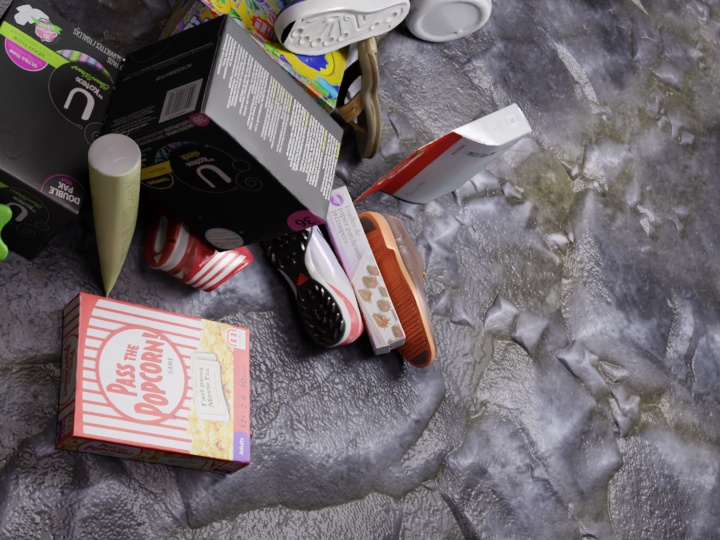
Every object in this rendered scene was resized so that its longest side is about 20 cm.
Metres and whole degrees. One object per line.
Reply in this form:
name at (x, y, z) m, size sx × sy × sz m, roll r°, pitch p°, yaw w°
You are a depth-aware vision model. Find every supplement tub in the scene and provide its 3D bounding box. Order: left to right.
supplement tub at (0.107, -0.431, 1.823) m, size 0.121 × 0.122 × 0.203 m, roll 6°, pitch 64°, yaw -35°

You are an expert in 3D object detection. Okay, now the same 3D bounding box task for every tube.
tube at (-0.247, -0.055, 1.326) m, size 0.058 × 0.201 × 0.052 m, roll -30°, pitch 67°, yaw -24°

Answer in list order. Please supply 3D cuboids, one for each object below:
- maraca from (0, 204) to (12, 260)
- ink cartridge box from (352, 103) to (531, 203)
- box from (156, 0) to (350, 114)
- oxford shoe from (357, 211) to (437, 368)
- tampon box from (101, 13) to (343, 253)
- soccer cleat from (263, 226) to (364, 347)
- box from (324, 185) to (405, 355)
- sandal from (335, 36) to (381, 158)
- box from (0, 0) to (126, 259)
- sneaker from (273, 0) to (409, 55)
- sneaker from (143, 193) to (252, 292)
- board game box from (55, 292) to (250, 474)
maraca at (-0.415, -0.018, 1.208) m, size 0.199 × 0.107 × 0.138 m, roll -38°, pitch 111°, yaw -18°
ink cartridge box at (0.099, -0.127, 1.640) m, size 0.199 × 0.160 × 0.048 m, roll -29°, pitch 85°, yaw -42°
box at (-0.126, -0.249, 1.516) m, size 0.192 × 0.122 × 0.201 m, roll 36°, pitch 31°, yaw -17°
oxford shoe at (0.058, 0.019, 1.598) m, size 0.072 × 0.071 × 0.203 m, roll -6°, pitch 72°, yaw -44°
tampon box at (-0.139, -0.133, 1.350) m, size 0.200 × 0.148 × 0.128 m, roll 42°, pitch 47°, yaw -40°
soccer cleat at (-0.055, -0.005, 1.535) m, size 0.073 × 0.068 × 0.202 m, roll 1°, pitch 62°, yaw -62°
box at (0.000, 0.000, 1.566) m, size 0.038 × 0.041 × 0.202 m, roll -19°, pitch 76°, yaw -8°
sandal at (-0.005, -0.217, 1.607) m, size 0.053 × 0.201 × 0.081 m, roll -6°, pitch 57°, yaw -3°
box at (-0.339, -0.145, 1.336) m, size 0.148 × 0.124 × 0.202 m, roll 31°, pitch 53°, yaw -22°
sneaker at (-0.049, -0.328, 1.485) m, size 0.199 × 0.081 × 0.147 m, roll -20°, pitch 68°, yaw -41°
sneaker at (-0.173, -0.063, 1.475) m, size 0.115 × 0.078 × 0.202 m, roll 37°, pitch 51°, yaw -37°
board game box at (-0.209, 0.119, 1.357) m, size 0.198 × 0.046 × 0.154 m, roll 14°, pitch 60°, yaw -32°
